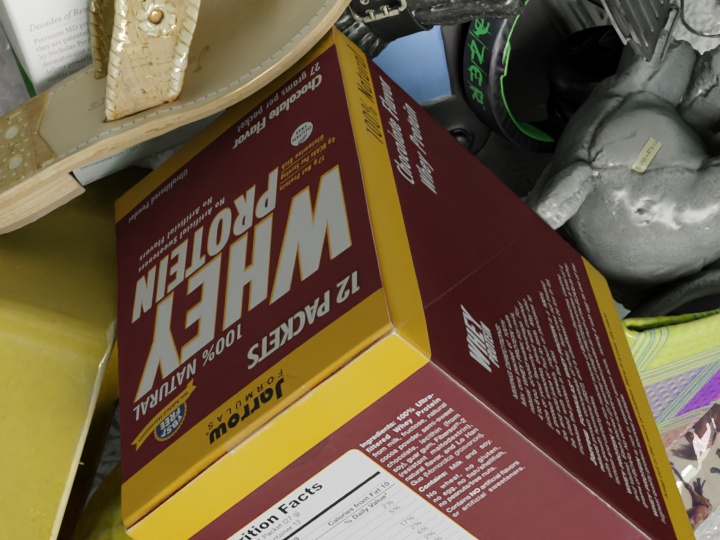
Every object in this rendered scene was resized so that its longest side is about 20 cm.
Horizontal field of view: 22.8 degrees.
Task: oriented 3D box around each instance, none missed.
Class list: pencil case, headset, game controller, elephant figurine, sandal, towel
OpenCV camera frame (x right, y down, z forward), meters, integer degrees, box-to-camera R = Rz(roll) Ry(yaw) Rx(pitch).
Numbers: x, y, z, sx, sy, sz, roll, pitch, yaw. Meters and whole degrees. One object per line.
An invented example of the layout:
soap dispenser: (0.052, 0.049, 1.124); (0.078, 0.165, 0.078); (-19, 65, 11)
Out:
pencil case: (0.229, 0.096, 1.137); (0.089, 0.078, 0.200); (31, 103, -27)
headset: (0.147, -0.124, 0.954); (0.199, 0.094, 0.124); (-15, 127, -35)
game controller: (0.007, -0.132, 0.919); (0.104, 0.042, 0.201); (-21, 125, -11)
elephant figurine: (0.157, -0.017, 0.938); (0.154, 0.142, 0.200); (11, 147, 2)
sandal: (-0.097, -0.097, 0.738); (0.211, 0.078, 0.070); (-34, 133, 5)
towel: (0.137, 0.074, 0.929); (0.143, 0.023, 0.200); (-14, 151, -34)

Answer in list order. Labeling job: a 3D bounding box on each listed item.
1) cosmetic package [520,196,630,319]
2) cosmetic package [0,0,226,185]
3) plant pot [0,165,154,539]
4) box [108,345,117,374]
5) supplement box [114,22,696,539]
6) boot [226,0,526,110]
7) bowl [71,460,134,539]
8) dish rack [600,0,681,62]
cosmetic package: (0.097, 0.032, 1.056); (0.199, 0.052, 0.152); (-11, 121, -17)
cosmetic package: (-0.133, -0.155, 0.801); (0.084, 0.108, 0.201); (-23, 125, -9)
plant pot: (-0.214, 0.042, 0.834); (0.199, 0.196, 0.195); (19, 114, -3)
box: (-0.020, 0.075, 0.986); (0.199, 0.050, 0.199); (-17, 120, 7)
supplement box: (0.015, 0.047, 0.743); (0.133, 0.198, 0.200); (-37, 125, 20)
boot: (0.007, -0.112, 0.865); (0.157, 0.080, 0.212); (-13, 125, 3)
bowl: (-0.061, 0.114, 0.905); (0.199, 0.108, 0.200); (-14, 168, -3)
dish rack: (0.150, -0.209, 0.864); (0.154, 0.054, 0.201); (55, 45, -36)
